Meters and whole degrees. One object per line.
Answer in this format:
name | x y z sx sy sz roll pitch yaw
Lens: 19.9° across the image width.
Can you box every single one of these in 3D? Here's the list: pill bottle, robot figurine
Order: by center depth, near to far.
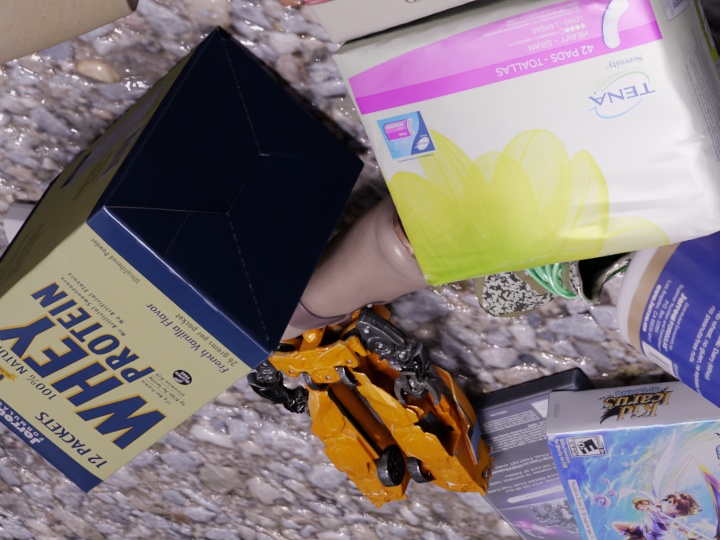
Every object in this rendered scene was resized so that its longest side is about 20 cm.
pill bottle | 0.256 0.044 1.181 0.200 0.115 0.116 36 148 29
robot figurine | 0.007 0.089 1.446 0.144 0.058 0.200 -11 131 31

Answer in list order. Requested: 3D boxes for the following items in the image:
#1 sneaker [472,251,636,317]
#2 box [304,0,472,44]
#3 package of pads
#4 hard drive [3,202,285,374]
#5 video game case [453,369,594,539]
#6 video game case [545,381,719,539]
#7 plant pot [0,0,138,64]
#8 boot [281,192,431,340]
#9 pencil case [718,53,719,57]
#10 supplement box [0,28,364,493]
sneaker | 0.132 -0.012 1.287 0.077 0.089 0.200 34 137 -16
box | -0.002 -0.239 1.075 0.127 0.109 0.200 -14 129 32
package of pads | 0.102 -0.079 1.110 0.199 0.068 0.155 -12 112 31
hard drive | -0.147 0.013 1.472 0.198 0.027 0.132 7 137 15
video game case | 0.155 0.157 1.518 0.142 0.019 0.200 -19 128 36
video game case | 0.241 0.160 1.448 0.180 0.046 0.201 -8 131 18
plant pot | -0.231 -0.190 1.185 0.198 0.188 0.188 -2 137 2
boot | 0.000 0.000 1.288 0.146 0.200 0.071 -28 87 19
pencil case | 0.168 -0.095 1.181 0.198 0.087 0.083 12 150 10
supplement box | -0.132 -0.006 1.291 0.134 0.201 0.199 42 130 -14
